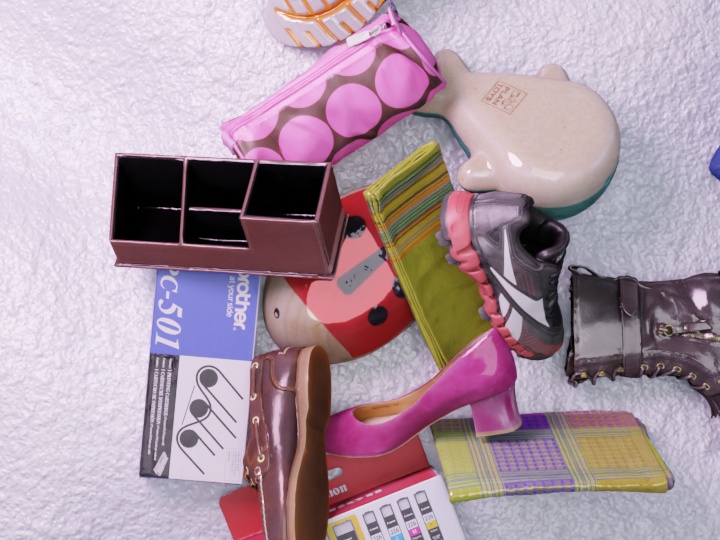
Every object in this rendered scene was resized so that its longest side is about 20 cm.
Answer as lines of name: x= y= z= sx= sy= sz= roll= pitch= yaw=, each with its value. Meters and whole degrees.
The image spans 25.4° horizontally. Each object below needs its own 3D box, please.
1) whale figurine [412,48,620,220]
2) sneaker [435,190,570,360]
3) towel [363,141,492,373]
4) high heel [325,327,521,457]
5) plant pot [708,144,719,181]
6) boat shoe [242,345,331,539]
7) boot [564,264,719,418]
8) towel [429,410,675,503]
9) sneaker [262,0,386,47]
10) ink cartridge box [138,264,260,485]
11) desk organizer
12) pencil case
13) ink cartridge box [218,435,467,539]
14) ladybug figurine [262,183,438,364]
whale figurine: x=0.135 y=-0.120 z=1.437 sx=0.200 sy=0.104 sz=0.159 roll=29 pitch=64 yaw=18
sneaker: x=0.146 y=0.005 z=1.392 sx=0.098 sy=0.071 sz=0.200 roll=-11 pitch=131 yaw=26
towel: x=0.069 y=-0.009 z=1.400 sx=0.086 sy=0.018 sz=0.200 roll=-38 pitch=123 yaw=-25
high heel: x=0.040 y=0.107 z=1.406 sx=0.200 sy=0.067 sz=0.096 roll=-7 pitch=111 yaw=18
plant pot: x=0.459 y=-0.120 z=1.408 sx=0.200 sy=0.180 sz=0.200 roll=34 pitch=87 yaw=-3
boat shoe: x=-0.066 y=0.162 z=1.373 sx=0.070 sy=0.070 sz=0.200 roll=-8 pitch=62 yaw=20
boot: x=0.272 y=0.087 z=1.453 sx=0.174 sy=0.069 sz=0.200 roll=-6 pitch=82 yaw=-1
towel: x=0.167 y=0.163 z=1.405 sx=0.200 sy=0.144 sz=0.023 roll=-2 pitch=111 yaw=-4
sneaker: x=0.002 y=-0.267 z=1.436 sx=0.200 sy=0.077 sz=0.078 roll=-30 pitch=104 yaw=14
ink cartridge box: x=-0.143 y=0.087 z=1.430 sx=0.094 sy=0.044 sz=0.200 roll=5 pitch=88 yaw=-5
desk organizer: x=-0.118 y=-0.048 z=1.373 sx=0.200 sy=0.077 sz=0.072 roll=3 pitch=55 yaw=13
pencil case: x=-0.029 y=-0.146 z=1.400 sx=0.200 sy=0.094 sz=0.091 roll=-36 pitch=61 yaw=9
ink cartridge box: x=-0.009 y=0.251 z=1.416 sx=0.200 sy=0.084 sz=0.176 roll=-22 pitch=90 yaw=-3
ladybug figurine: x=0.000 y=0.000 z=1.428 sx=0.200 sy=0.072 sz=0.136 roll=-44 pitch=92 yaw=-4
